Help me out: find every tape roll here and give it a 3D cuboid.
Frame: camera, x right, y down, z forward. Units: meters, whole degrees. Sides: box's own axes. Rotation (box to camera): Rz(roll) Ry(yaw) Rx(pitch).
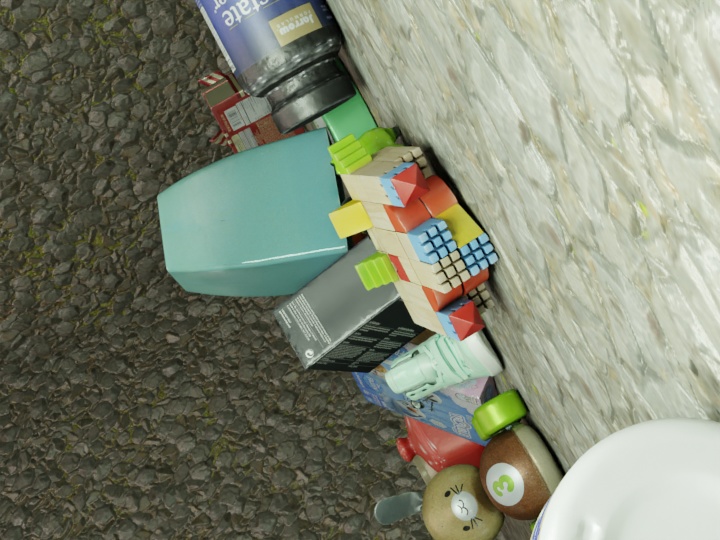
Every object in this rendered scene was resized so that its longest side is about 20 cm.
[{"bbox_3d":[-0.018,-0.162,1.249,0.202,0.048,0.200,61,178,3],"label":"tape roll"}]

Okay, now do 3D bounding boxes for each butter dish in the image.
[{"bbox_3d":[0.130,0.271,1.839,0.201,0.147,0.200,61,177,24],"label":"butter dish"}]

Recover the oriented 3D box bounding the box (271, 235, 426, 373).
[{"bbox_3d":[0.012,0.041,1.193,0.079,0.141,0.200,59,-167,16],"label":"box"}]

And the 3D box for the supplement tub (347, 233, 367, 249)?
[{"bbox_3d":[0.002,-0.001,1.367,0.123,0.122,0.200,60,-171,27],"label":"supplement tub"}]

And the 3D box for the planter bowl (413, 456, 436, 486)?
[{"bbox_3d":[0.207,0.477,2.702,0.201,0.134,0.200,62,178,3],"label":"planter bowl"}]

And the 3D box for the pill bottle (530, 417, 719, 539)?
[{"bbox_3d":[0.138,0.143,0.514,0.120,0.119,0.200,61,177,18],"label":"pill bottle"}]

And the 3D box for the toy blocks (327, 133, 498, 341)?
[{"bbox_3d":[0.057,-0.023,0.898,0.201,0.099,0.137,63,166,-15],"label":"toy blocks"}]

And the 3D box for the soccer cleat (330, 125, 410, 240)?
[{"bbox_3d":[0.030,-0.051,1.061,0.068,0.081,0.201,59,176,49],"label":"soccer cleat"}]

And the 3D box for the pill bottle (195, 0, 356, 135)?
[{"bbox_3d":[-0.086,-0.239,1.052,0.201,0.111,0.112,61,178,-5],"label":"pill bottle"}]

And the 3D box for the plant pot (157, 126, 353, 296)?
[{"bbox_3d":[-0.114,-0.049,1.208,0.141,0.198,0.143,69,-169,-73],"label":"plant pot"}]

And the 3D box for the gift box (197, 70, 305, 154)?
[{"bbox_3d":[-0.247,-0.343,2.359,0.187,0.199,0.186,-121,8,-65],"label":"gift box"}]

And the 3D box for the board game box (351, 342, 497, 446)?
[{"bbox_3d":[0.082,0.151,1.419,0.198,0.044,0.200,18,158,21],"label":"board game box"}]

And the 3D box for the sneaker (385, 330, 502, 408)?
[{"bbox_3d":[0.088,0.107,1.209,0.074,0.118,0.200,62,177,9],"label":"sneaker"}]

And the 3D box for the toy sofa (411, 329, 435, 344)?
[{"bbox_3d":[0.092,0.117,1.639,0.098,0.083,0.200,46,-171,-42],"label":"toy sofa"}]

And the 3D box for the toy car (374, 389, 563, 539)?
[{"bbox_3d":[0.120,0.253,1.187,0.165,0.199,0.158,60,178,13],"label":"toy car"}]
